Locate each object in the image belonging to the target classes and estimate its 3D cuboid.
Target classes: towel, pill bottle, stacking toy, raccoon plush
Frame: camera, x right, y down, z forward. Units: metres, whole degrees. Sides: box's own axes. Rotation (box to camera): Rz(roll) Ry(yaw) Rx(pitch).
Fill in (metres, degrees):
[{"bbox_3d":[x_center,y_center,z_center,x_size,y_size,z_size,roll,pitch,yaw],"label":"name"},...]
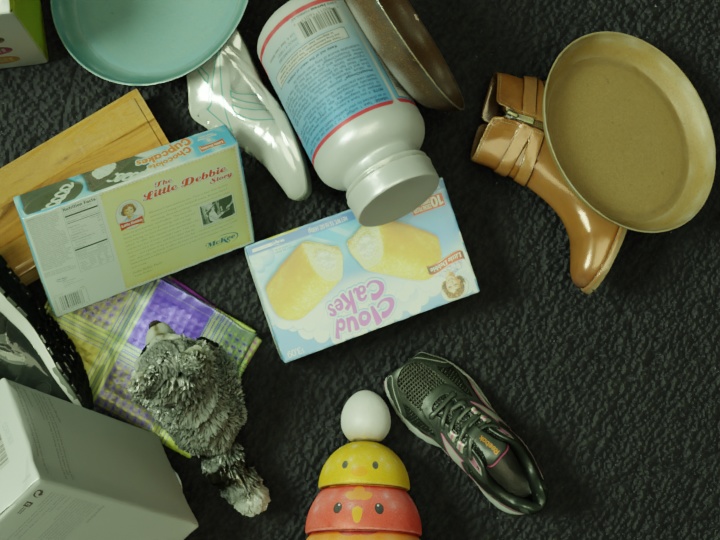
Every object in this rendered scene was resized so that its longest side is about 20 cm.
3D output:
[{"bbox_3d":[-0.210,0.071,1.071,0.199,0.023,0.145,32,85,-6],"label":"towel"},{"bbox_3d":[-0.009,-0.146,1.025,0.108,0.109,0.202,-24,71,-6],"label":"pill bottle"},{"bbox_3d":[0.000,0.213,1.062,0.144,0.146,0.203,1,72,-7],"label":"stacking toy"},{"bbox_3d":[-0.129,0.131,1.003,0.097,0.134,0.200,-43,95,-7],"label":"raccoon plush"}]

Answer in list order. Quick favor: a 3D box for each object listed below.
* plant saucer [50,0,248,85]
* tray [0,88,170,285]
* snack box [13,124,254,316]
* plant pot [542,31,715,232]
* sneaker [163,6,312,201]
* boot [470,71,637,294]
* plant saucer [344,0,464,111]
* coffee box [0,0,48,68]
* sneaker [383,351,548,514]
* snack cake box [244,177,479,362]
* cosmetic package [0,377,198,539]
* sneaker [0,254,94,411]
[{"bbox_3d":[-0.190,-0.263,1.045,0.197,0.027,0.203,-3,78,12],"label":"plant saucer"},{"bbox_3d":[-0.266,-0.074,1.047,0.199,0.037,0.099,-32,79,-6],"label":"tray"},{"bbox_3d":[-0.197,-0.045,1.017,0.198,0.037,0.117,-21,134,-17],"label":"snack box"},{"bbox_3d":[0.251,-0.129,1.076,0.198,0.027,0.203,7,72,-23],"label":"plant pot"},{"bbox_3d":[-0.113,-0.146,1.067,0.080,0.070,0.202,-31,86,-1],"label":"sneaker"},{"bbox_3d":[0.181,-0.089,1.088,0.153,0.077,0.203,14,82,-13],"label":"boot"},{"bbox_3d":[0.028,-0.223,1.025,0.032,0.200,0.201,-31,94,15],"label":"plant saucer"},{"bbox_3d":[-0.386,-0.283,0.962,0.195,0.200,0.203,-8,90,-8],"label":"coffee box"},{"bbox_3d":[0.112,0.155,1.079,0.200,0.086,0.081,41,83,-5],"label":"sneaker"},{"bbox_3d":[0.000,0.000,1.076,0.198,0.067,0.116,-20,91,-7],"label":"snack cake box"},{"bbox_3d":[-0.242,0.180,0.964,0.081,0.200,0.113,-41,51,10],"label":"cosmetic package"},{"bbox_3d":[-0.319,0.066,1.002,0.087,0.076,0.201,-32,111,2],"label":"sneaker"}]
